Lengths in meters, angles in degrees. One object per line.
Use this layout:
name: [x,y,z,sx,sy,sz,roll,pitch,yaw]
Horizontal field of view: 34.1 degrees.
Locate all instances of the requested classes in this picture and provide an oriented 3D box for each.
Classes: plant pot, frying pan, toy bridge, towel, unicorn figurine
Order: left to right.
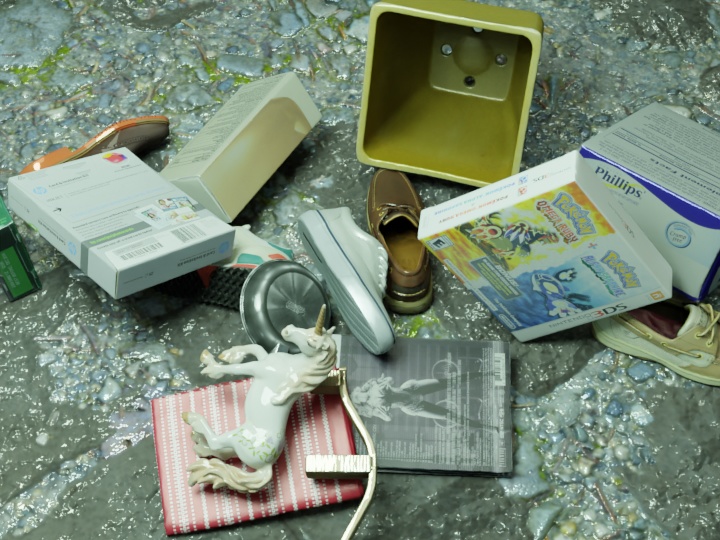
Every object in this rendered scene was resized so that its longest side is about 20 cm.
towel: [-0.103,0.175,1.166,0.199,0.023,0.145,-11,64,-2]
unicorn figurine: [-0.094,0.117,1.125,0.137,0.074,0.201,11,95,23]
frying pan: [-0.094,0.066,1.231,0.115,0.031,0.190,49,53,-15]
toy bridge: [-0.018,0.187,1.121,0.067,0.027,0.201,0,66,4]
plant pot: [0.122,-0.235,1.413,0.195,0.195,0.200,13,29,11]

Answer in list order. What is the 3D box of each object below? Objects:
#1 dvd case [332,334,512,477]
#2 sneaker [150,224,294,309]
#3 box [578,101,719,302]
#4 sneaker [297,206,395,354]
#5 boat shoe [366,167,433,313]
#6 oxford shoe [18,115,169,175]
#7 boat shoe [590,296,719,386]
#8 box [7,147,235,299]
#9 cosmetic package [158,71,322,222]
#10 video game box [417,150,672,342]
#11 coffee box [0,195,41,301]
dvd case: [0.055,0.137,1.208,0.199,0.016,0.149,2,59,2]
sneaker: [-0.168,-0.016,1.325,0.199,0.071,0.093,14,35,14]
box: [0.349,-0.082,1.301,0.184,0.105,0.200,32,37,24]
sneaker: [0.000,0.000,1.252,0.071,0.073,0.200,-20,55,-14]
boat shoe: [0.047,-0.048,1.336,0.072,0.068,0.201,-5,51,-4]
oxford shoe: [-0.308,-0.125,1.419,0.200,0.071,0.073,-31,85,-25]
boat shoe: [0.345,0.066,1.240,0.199,0.067,0.074,13,52,11]
box: [-0.257,-0.057,1.259,0.200,0.041,0.156,36,39,30]
cosmetic package: [-0.145,-0.142,1.388,0.105,0.071,0.200,-3,40,47]
video game box: [0.188,-0.016,1.183,0.182,0.200,0.047,-22,41,32]
coffee box: [-0.427,-0.073,1.331,0.044,0.123,0.200,-25,56,-15]
